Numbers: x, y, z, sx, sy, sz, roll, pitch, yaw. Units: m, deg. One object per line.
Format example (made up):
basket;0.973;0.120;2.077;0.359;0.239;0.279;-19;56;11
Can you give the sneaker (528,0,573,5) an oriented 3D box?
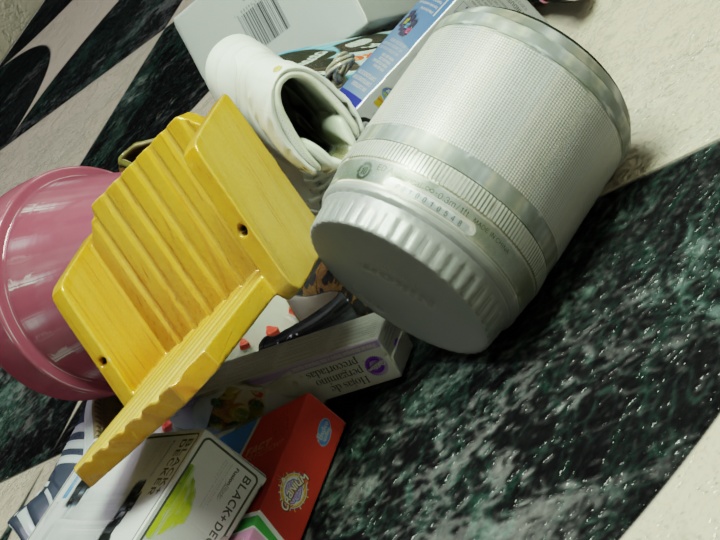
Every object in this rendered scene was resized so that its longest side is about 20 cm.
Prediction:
sneaker;0.139;-0.242;1.550;0.099;0.071;0.200;-44;15;15

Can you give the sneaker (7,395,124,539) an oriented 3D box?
sneaker;-0.244;0.180;1.559;0.108;0.070;0.200;-38;26;20

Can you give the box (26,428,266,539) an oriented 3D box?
box;-0.161;0.179;1.291;0.200;0.060;0.117;-10;42;59

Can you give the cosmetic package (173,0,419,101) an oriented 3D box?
cosmetic package;-0.029;-0.248;1.704;0.199;0.124;0.200;-31;-5;38

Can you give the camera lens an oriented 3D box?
camera lens;0.078;-0.066;1.221;0.201;0.160;0.160;-55;22;-19

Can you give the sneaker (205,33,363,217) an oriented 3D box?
sneaker;-0.033;-0.073;1.296;0.074;0.201;0.115;-41;34;-13

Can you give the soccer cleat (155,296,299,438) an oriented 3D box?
soccer cleat;-0.112;0.092;1.465;0.069;0.078;0.200;25;54;31

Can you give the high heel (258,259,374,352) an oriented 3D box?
high heel;0.000;0.000;1.420;0.142;0.072;0.200;-25;24;21

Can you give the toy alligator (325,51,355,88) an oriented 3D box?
toy alligator;-0.034;-0.090;1.451;0.059;0.054;0.200;-19;-26;-36

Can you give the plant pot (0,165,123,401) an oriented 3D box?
plant pot;-0.201;-0.002;1.491;0.179;0.200;0.201;-19;35;50

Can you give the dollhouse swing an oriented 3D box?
dollhouse swing;-0.154;0.017;1.249;0.200;0.182;0.176;-40;-6;39

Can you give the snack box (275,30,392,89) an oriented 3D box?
snack box;0.021;-0.174;1.536;0.199;0.037;0.116;-13;22;-14

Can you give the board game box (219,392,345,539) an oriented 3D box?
board game box;-0.100;0.196;1.284;0.153;0.040;0.201;-30;27;41

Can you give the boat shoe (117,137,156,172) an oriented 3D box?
boat shoe;-0.140;-0.095;1.550;0.199;0.068;0.072;-19;29;43

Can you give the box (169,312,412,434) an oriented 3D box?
box;-0.057;0.080;1.335;0.199;0.039;0.042;-19;28;26

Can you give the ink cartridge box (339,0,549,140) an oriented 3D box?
ink cartridge box;0.066;-0.124;1.382;0.200;0.136;0.076;-48;19;0
